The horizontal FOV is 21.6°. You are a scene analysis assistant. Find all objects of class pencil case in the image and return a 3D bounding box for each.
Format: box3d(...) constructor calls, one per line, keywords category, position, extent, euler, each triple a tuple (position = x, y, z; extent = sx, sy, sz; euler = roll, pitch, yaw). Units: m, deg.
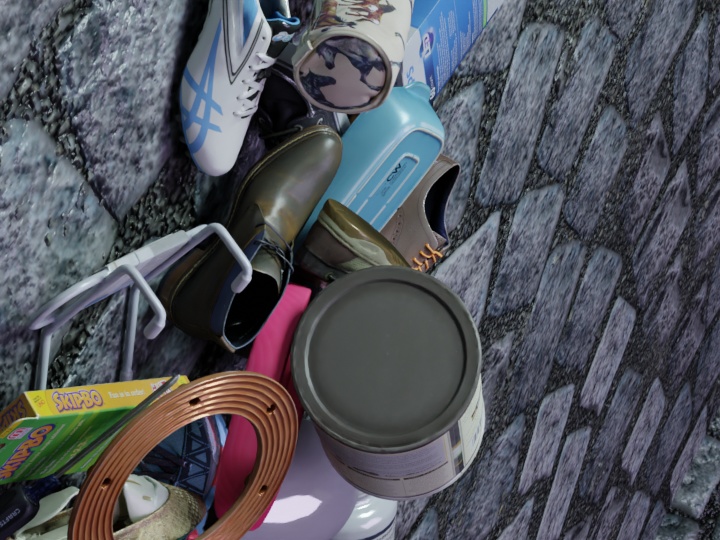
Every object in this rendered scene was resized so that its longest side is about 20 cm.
box3d(category="pencil case", position=(-0.003, -0.209, 1.456), extent=(0.078, 0.089, 0.201), euler=(-51, -159, 43))

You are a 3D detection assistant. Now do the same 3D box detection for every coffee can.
box3d(category="coffee can", position=(0.027, 0.096, 1.521), extent=(0.147, 0.146, 0.200), euler=(-63, 168, -14))

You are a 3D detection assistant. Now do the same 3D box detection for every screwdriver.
box3d(category="screwdriver", position=(-0.200, 0.138, 1.324), extent=(0.200, 0.029, 0.028), euler=(-34, 163, 11))

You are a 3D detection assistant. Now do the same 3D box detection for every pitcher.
box3d(category="pitcher", position=(-0.096, 0.220, 1.662), extent=(0.200, 0.121, 0.172), euler=(-11, 124, -53))

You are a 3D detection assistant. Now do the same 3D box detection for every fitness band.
box3d(category="fitness band", position=(-0.074, 0.108, 1.512), extent=(0.144, 0.037, 0.201), euler=(13, 91, -80))

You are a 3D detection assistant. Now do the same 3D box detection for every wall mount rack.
box3d(category="wall mount rack", position=(-0.175, 0.042, 1.384), extent=(0.174, 0.075, 0.200), euler=(-37, 176, 34))

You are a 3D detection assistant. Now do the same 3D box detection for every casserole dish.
box3d(category="casserole dish", position=(0.003, -0.070, 1.590), extent=(0.200, 0.039, 0.121), euler=(-52, 158, 10))

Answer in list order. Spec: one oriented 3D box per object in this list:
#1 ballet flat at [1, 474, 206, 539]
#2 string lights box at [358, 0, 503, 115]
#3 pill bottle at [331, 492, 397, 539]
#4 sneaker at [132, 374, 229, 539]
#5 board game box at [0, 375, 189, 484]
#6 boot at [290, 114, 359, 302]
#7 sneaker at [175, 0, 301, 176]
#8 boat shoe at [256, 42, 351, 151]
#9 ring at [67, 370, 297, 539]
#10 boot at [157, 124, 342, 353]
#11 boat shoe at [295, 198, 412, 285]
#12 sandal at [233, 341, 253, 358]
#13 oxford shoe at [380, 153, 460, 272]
box3d(category="ballet flat", position=(-0.196, 0.187, 1.413), extent=(0.200, 0.070, 0.066), euler=(-22, 121, -42))
box3d(category="string lights box", position=(0.065, -0.232, 1.706), extent=(0.200, 0.059, 0.103), euler=(-55, 153, -31))
box3d(category="pill bottle", position=(-0.021, 0.253, 1.860), extent=(0.111, 0.111, 0.201), euler=(-43, 146, -47))
box3d(category="sneaker", position=(-0.163, 0.183, 1.517), extent=(0.095, 0.079, 0.201), euler=(-25, 131, -57))
box3d(category="board game box", position=(-0.208, 0.115, 1.335), extent=(0.095, 0.030, 0.200), euler=(-39, 164, 25))
box3d(category="boot", position=(-0.002, -0.025, 1.750), extent=(0.188, 0.068, 0.201), euler=(37, 69, -54))
box3d(category="sneaker", position=(-0.087, -0.160, 1.402), extent=(0.072, 0.072, 0.201), euler=(-29, 136, -60))
box3d(category="boat shoe", position=(-0.055, -0.121, 1.526), extent=(0.200, 0.070, 0.066), euler=(68, 45, -70))
box3d(category="ring", position=(-0.130, 0.153, 1.373), extent=(0.200, 0.019, 0.201), euler=(-29, 141, -27))
box3d(category="boot", position=(-0.065, -0.020, 1.466), extent=(0.200, 0.097, 0.075), euler=(-51, 125, -3))
box3d(category="boat shoe", position=(0.000, 0.000, 1.570), extent=(0.065, 0.073, 0.200), euler=(-42, 148, 4))
box3d(category="sandal", position=(-0.056, 0.074, 1.629), extent=(0.080, 0.054, 0.200), euler=(-36, 144, 8))
box3d(category="oxford shoe", position=(0.034, -0.014, 1.677), extent=(0.071, 0.073, 0.201), euler=(27, 76, -59))
